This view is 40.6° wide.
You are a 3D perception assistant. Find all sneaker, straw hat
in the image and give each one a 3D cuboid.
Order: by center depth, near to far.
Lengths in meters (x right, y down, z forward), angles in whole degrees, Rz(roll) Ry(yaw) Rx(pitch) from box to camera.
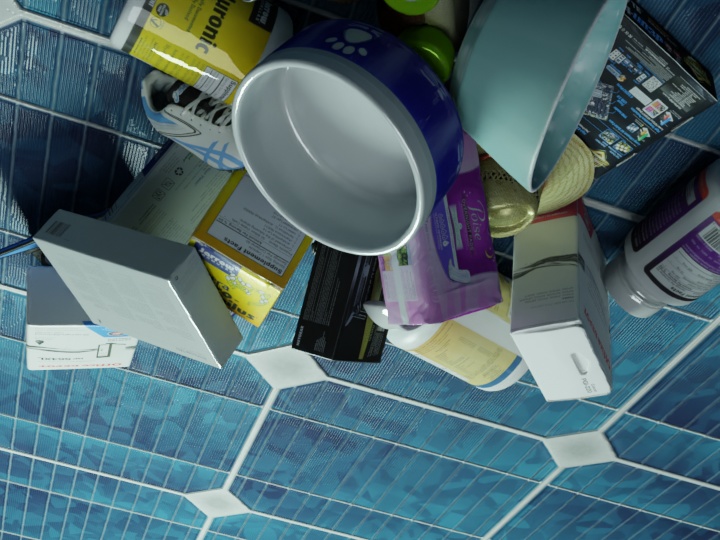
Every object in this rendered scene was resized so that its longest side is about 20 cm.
[{"bbox_3d":[-0.164,-0.160,1.026,0.200,0.072,0.073,25,157,36],"label":"sneaker"},{"bbox_3d":[0.149,-0.084,1.058,0.200,0.085,0.201,10,148,6],"label":"straw hat"}]

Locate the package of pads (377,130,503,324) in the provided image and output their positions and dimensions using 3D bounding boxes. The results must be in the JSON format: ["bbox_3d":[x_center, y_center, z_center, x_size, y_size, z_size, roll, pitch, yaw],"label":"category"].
[{"bbox_3d":[0.073,-0.050,0.991,0.120,0.201,0.076,-14,-174,-39],"label":"package of pads"}]

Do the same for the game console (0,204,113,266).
[{"bbox_3d":[-0.359,-0.011,1.248,0.200,0.119,0.171,-17,127,27],"label":"game console"}]

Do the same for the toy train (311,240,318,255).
[{"bbox_3d":[-0.033,-0.032,1.168,0.034,0.046,0.200,18,177,2],"label":"toy train"}]

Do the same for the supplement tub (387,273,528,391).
[{"bbox_3d":[0.117,0.052,1.227,0.200,0.145,0.145,29,135,-22],"label":"supplement tub"}]

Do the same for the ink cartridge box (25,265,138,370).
[{"bbox_3d":[-0.373,0.067,1.308,0.146,0.085,0.200,0,158,-18],"label":"ink cartridge box"}]

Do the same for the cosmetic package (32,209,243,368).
[{"bbox_3d":[-0.239,0.020,1.054,0.200,0.052,0.151,15,143,29],"label":"cosmetic package"}]

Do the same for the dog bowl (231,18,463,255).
[{"bbox_3d":[-0.012,-0.115,0.859,0.200,0.079,0.200,24,141,21],"label":"dog bowl"}]

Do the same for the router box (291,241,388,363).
[{"bbox_3d":[0.000,0.000,1.076,0.052,0.201,0.157,14,178,21],"label":"router box"}]

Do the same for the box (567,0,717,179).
[{"bbox_3d":[0.238,-0.197,0.994,0.200,0.046,0.159,32,134,-25],"label":"box"}]

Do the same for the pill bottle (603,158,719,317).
[{"bbox_3d":[0.376,-0.029,1.117,0.111,0.112,0.200,24,137,-18],"label":"pill bottle"}]

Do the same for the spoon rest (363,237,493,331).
[{"bbox_3d":[0.077,0.004,1.090,0.099,0.200,0.061,6,128,38],"label":"spoon rest"}]

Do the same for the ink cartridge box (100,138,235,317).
[{"bbox_3d":[-0.194,-0.045,1.169,0.200,0.043,0.196,39,96,-31],"label":"ink cartridge box"}]

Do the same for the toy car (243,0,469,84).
[{"bbox_3d":[-0.004,-0.268,0.875,0.199,0.165,0.158,7,140,16],"label":"toy car"}]

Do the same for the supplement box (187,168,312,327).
[{"bbox_3d":[-0.099,-0.060,1.062,0.109,0.200,0.110,31,150,-4],"label":"supplement box"}]

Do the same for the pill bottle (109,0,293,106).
[{"bbox_3d":[-0.136,-0.229,0.968,0.200,0.112,0.111,25,137,-20],"label":"pill bottle"}]

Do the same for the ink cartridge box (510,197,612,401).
[{"bbox_3d":[0.237,0.031,1.140,0.085,0.200,0.146,-13,135,23],"label":"ink cartridge box"}]

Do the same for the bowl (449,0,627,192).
[{"bbox_3d":[0.150,-0.182,0.869,0.105,0.201,0.201,26,142,14],"label":"bowl"}]
